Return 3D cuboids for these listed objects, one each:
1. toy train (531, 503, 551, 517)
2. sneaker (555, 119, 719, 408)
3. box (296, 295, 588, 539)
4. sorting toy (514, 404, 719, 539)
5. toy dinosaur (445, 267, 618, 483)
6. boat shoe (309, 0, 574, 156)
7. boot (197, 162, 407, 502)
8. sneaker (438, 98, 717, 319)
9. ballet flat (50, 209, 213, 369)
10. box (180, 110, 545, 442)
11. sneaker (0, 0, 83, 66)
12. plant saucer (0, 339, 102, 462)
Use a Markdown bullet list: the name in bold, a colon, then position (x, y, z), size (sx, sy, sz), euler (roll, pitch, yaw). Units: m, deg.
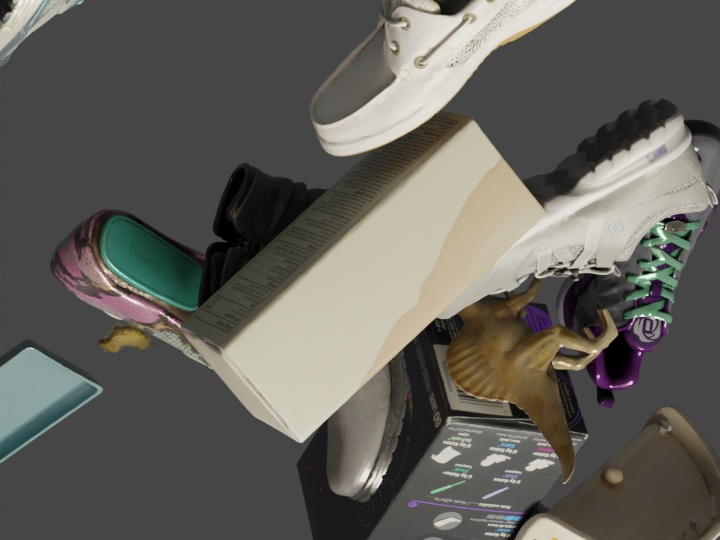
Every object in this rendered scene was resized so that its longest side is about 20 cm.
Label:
- **toy train**: position (0.138, 0.241, 1.908), size (0.114, 0.085, 0.200), euler (-43, 132, 16)
- **sneaker**: position (0.190, -0.003, 1.639), size (0.074, 0.088, 0.200), euler (3, 137, -19)
- **box**: position (0.049, 0.121, 1.712), size (0.106, 0.122, 0.200), euler (9, 134, -24)
- **sorting toy**: position (0.167, 0.217, 1.779), size (0.200, 0.107, 0.180), euler (-32, 157, -52)
- **toy dinosaur**: position (0.107, 0.056, 1.618), size (0.101, 0.200, 0.058), euler (-25, 147, -16)
- **boat shoe**: position (0.040, -0.145, 1.457), size (0.200, 0.071, 0.069), euler (-39, 133, 14)
- **boot**: position (-0.040, 0.039, 1.583), size (0.132, 0.200, 0.070), euler (5, 179, -22)
- **sneaker**: position (0.125, -0.018, 1.572), size (0.200, 0.075, 0.082), euler (-31, 110, 16)
- **ballet flat**: position (-0.107, 0.024, 1.613), size (0.200, 0.069, 0.071), euler (30, 149, -30)
- **box**: position (0.000, 0.000, 1.511), size (0.200, 0.095, 0.078), euler (-42, 109, -9)
- **sneaker**: position (-0.143, -0.173, 1.367), size (0.086, 0.078, 0.200), euler (15, 131, -34)
- **plant saucer**: position (-0.263, 0.110, 1.694), size (0.200, 0.019, 0.070), euler (-36, 135, 22)
